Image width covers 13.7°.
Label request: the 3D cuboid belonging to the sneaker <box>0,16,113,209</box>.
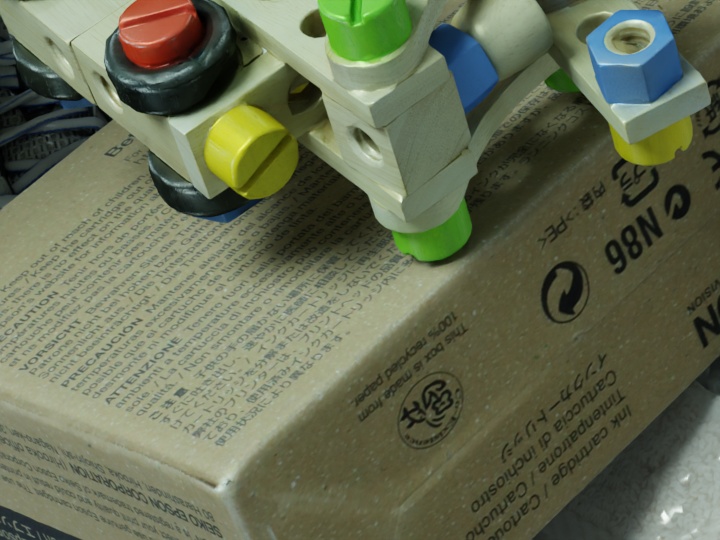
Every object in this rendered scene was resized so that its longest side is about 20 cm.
[{"bbox_3d":[-0.102,-0.041,0.875,0.077,0.085,0.200,-8,28,-15],"label":"sneaker"}]

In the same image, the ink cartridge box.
[{"bbox_3d":[0.000,0.000,0.740,0.200,0.075,0.165,-41,32,-24],"label":"ink cartridge box"}]

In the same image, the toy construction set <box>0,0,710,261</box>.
[{"bbox_3d":[-0.010,-0.071,0.692,0.131,0.092,0.200,-36,31,-16],"label":"toy construction set"}]

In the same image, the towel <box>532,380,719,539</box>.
[{"bbox_3d":[0.064,0.094,0.708,0.200,0.034,0.133,28,82,49],"label":"towel"}]
